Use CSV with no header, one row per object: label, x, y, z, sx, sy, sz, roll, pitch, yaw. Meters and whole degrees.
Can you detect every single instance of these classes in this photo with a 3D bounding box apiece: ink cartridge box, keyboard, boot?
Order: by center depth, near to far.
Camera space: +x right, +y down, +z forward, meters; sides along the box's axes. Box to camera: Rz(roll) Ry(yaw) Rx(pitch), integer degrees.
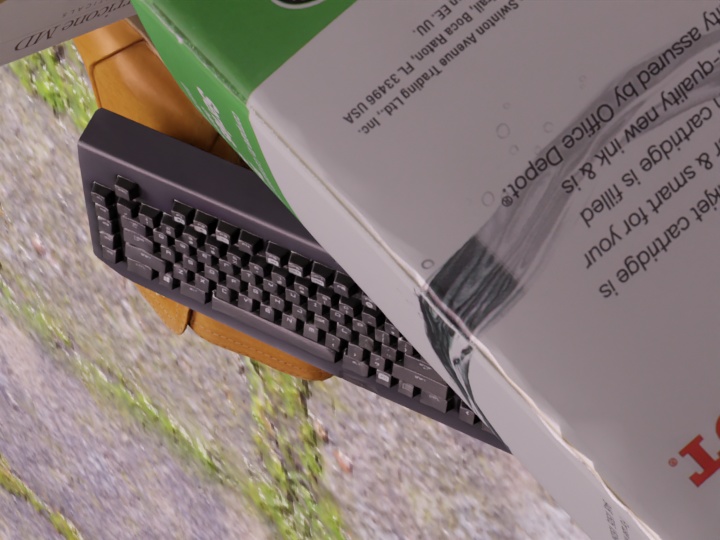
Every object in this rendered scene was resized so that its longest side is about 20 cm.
ink cartridge box,0.068,-0.031,0.688,0.200,0.147,0.083,48,173,21
keyboard,0.000,0.000,0.923,0.200,0.021,0.127,23,143,16
boot,-0.074,-0.057,1.002,0.201,0.071,0.144,40,143,20

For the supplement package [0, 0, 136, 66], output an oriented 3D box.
supplement package,-0.094,-0.158,0.838,0.110,0.114,0.200,51,139,15
